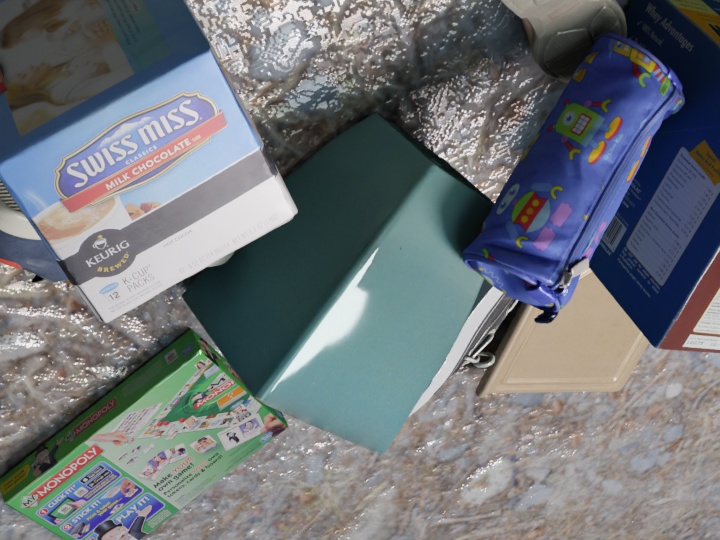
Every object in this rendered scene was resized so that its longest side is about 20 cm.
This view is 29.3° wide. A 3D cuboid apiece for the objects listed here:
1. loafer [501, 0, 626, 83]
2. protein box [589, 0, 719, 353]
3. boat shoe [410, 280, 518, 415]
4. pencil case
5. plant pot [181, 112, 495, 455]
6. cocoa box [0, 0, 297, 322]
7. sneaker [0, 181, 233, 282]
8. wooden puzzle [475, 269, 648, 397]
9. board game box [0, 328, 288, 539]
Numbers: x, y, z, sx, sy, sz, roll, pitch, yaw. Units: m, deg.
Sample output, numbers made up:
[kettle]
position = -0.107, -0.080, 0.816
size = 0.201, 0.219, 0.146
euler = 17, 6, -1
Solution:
[loafer]
position = 0.137, -0.198, 0.969
size = 0.071, 0.063, 0.200
euler = -24, 156, 17
[protein box]
position = 0.266, -0.076, 1.047
size = 0.134, 0.199, 0.201
euler = 5, 125, -32
[boat shoe]
position = 0.075, 0.051, 1.146
size = 0.068, 0.073, 0.200
euler = 31, 93, -49
[pencil case]
position = 0.152, -0.065, 0.964
size = 0.078, 0.087, 0.201
euler = 36, 83, -45
[plant pot]
position = 0.000, 0.000, 1.014
size = 0.141, 0.141, 0.201
euler = 29, 103, -42
[cocoa box]
position = -0.146, -0.100, 0.800
size = 0.133, 0.201, 0.132
euler = -28, 135, -3
[sneaker]
position = -0.181, -0.025, 0.947
size = 0.199, 0.075, 0.084
euler = 10, 140, -39
[wooden puzzle]
position = 0.205, 0.032, 1.225
size = 0.199, 0.037, 0.186
euler = -1, 128, -37
[board game box]
position = -0.174, 0.148, 1.121
size = 0.199, 0.029, 0.135
euler = -37, 135, 5
